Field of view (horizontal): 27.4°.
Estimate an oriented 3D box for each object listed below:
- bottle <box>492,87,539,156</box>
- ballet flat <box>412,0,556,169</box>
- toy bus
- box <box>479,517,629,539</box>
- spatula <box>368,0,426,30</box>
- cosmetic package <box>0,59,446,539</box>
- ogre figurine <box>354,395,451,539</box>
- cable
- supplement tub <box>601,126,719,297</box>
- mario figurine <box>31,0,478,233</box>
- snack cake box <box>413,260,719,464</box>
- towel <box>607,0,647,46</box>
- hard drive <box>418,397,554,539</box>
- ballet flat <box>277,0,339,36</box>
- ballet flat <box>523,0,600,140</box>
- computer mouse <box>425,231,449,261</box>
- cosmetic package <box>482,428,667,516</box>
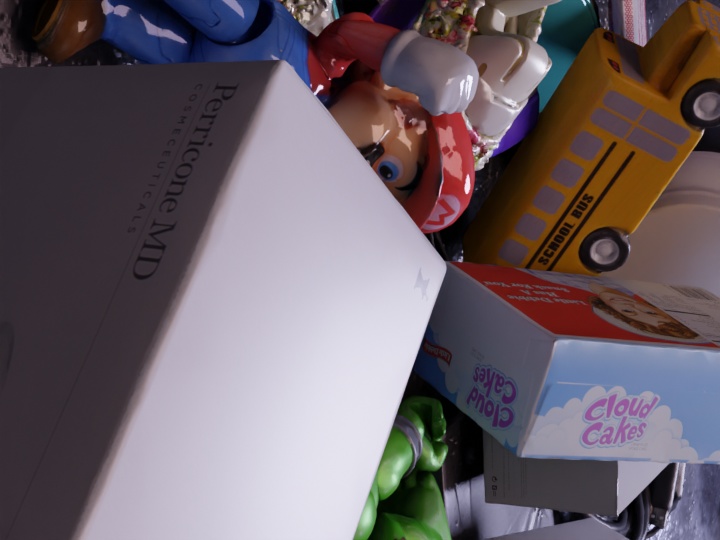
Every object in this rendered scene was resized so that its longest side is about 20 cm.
[{"bbox_3d":[0.051,-0.165,0.817,0.083,0.065,0.202,-34,122,-44],"label":"bottle"},{"bbox_3d":[0.070,-0.130,0.738,0.075,0.064,0.202,19,86,-47],"label":"ballet flat"},{"bbox_3d":[0.139,-0.067,0.854,0.201,0.078,0.065,-59,-167,31],"label":"toy bus"},{"bbox_3d":[0.099,0.262,0.841,0.151,0.106,0.202,-3,107,-34],"label":"box"},{"bbox_3d":[-0.013,-0.165,0.730,0.057,0.021,0.200,-47,120,-9],"label":"spatula"},{"bbox_3d":[-0.107,0.048,0.473,0.123,0.198,0.201,49,53,-48],"label":"cosmetic package"},{"bbox_3d":[-0.004,0.163,0.741,0.201,0.098,0.120,-62,153,5],"label":"ogre figurine"},{"bbox_3d":[0.197,0.112,1.108,0.162,0.050,0.203,9,88,-52],"label":"cable"},{"bbox_3d":[0.240,-0.038,1.029,0.200,0.139,0.142,-61,142,-55],"label":"supplement tub"},{"bbox_3d":[-0.032,-0.065,0.611,0.199,0.123,0.107,29,83,-28],"label":"mario figurine"},{"bbox_3d":[0.143,0.052,0.813,0.198,0.115,0.068,6,109,-31],"label":"snack cake box"},{"bbox_3d":[0.168,-0.179,0.959,0.200,0.030,0.148,13,74,-77],"label":"towel"},{"bbox_3d":[0.076,0.165,0.919,0.135,0.042,0.202,-33,121,-51],"label":"hard drive"},{"bbox_3d":[-0.058,-0.176,0.650,0.063,0.076,0.202,-21,110,-18],"label":"ballet flat"},{"bbox_3d":[0.117,-0.113,0.931,0.067,0.069,0.201,-23,135,-7],"label":"ballet flat"},{"bbox_3d":[0.000,0.000,0.775,0.200,0.046,0.142,-46,132,-45],"label":"computer mouse"},{"bbox_3d":[0.147,0.100,0.912,0.200,0.082,0.051,-16,104,-63],"label":"cosmetic package"}]
